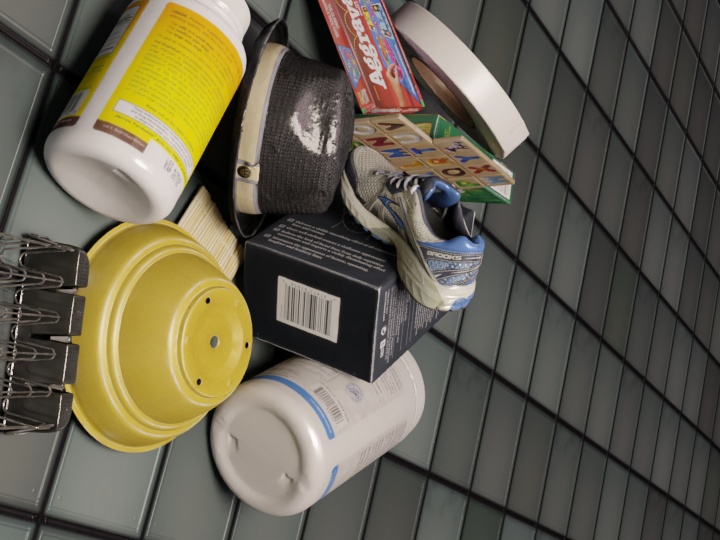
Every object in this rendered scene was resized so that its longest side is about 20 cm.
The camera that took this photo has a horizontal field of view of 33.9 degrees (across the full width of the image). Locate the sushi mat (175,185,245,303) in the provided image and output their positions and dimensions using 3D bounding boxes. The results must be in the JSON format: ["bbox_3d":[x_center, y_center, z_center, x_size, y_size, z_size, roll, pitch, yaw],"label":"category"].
[{"bbox_3d":[-0.163,0.028,1.049,0.096,0.012,0.200,59,46,-41],"label":"sushi mat"}]

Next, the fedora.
[{"bbox_3d":[-0.056,-0.122,1.067,0.201,0.091,0.201,12,90,-86],"label":"fedora"}]

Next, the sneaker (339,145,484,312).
[{"bbox_3d":[0.053,-0.059,1.072,0.077,0.200,0.085,-8,137,-37],"label":"sneaker"}]

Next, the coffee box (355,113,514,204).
[{"bbox_3d":[0.079,-0.123,1.318,0.200,0.123,0.044,24,75,-54],"label":"coffee box"}]

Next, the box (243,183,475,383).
[{"bbox_3d":[0.000,0.000,1.161,0.200,0.148,0.107,-38,140,-50],"label":"box"}]

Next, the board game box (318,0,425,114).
[{"bbox_3d":[-0.001,-0.254,1.200,0.103,0.019,0.200,-14,81,-56],"label":"board game box"}]

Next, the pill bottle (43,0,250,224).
[{"bbox_3d":[-0.162,-0.144,0.944,0.109,0.109,0.200,55,49,-45],"label":"pill bottle"}]

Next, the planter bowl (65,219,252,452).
[{"bbox_3d":[-0.149,0.057,0.986,0.200,0.083,0.201,-6,97,-57],"label":"planter bowl"}]

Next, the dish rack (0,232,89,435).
[{"bbox_3d":[-0.260,0.042,0.821,0.200,0.054,0.154,17,77,-70],"label":"dish rack"}]

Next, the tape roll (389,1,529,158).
[{"bbox_3d":[0.103,-0.206,1.293,0.037,0.203,0.203,-41,139,0],"label":"tape roll"}]

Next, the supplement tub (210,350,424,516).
[{"bbox_3d":[-0.039,0.142,1.149,0.200,0.132,0.132,-23,112,-55],"label":"supplement tub"}]

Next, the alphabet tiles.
[{"bbox_3d":[0.045,-0.117,1.220,0.200,0.167,0.008,28,64,-55],"label":"alphabet tiles"}]
